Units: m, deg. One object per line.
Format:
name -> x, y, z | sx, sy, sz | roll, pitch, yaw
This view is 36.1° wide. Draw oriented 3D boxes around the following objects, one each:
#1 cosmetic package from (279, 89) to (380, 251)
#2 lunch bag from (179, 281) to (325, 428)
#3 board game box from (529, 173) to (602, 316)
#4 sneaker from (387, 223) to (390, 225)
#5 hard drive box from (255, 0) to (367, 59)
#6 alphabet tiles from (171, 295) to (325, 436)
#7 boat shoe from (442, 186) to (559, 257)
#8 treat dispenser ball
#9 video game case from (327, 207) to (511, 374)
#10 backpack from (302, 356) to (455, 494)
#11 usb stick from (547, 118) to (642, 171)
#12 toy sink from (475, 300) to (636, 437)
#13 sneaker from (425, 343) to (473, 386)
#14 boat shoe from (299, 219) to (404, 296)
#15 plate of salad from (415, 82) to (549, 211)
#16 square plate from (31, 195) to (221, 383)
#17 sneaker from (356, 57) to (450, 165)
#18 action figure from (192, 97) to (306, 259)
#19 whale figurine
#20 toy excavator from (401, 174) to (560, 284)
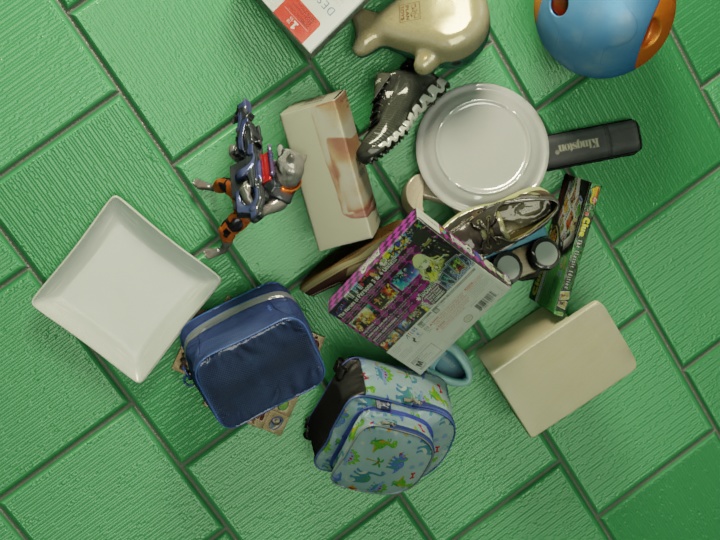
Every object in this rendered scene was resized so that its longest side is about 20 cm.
cosmetic package -> -0.040, -0.144, 1.575 | 0.086, 0.104, 0.203 | -12, 106, 11
lunch bag -> -0.165, 0.120, 1.593 | 0.198, 0.133, 0.137 | -24, 121, -7
board game box -> 0.309, -0.040, 1.676 | 0.023, 0.105, 0.203 | 12, 100, -17
sneaker -> 0.086, 0.001, 1.664 | 0.071, 0.098, 0.202 | -54, 142, -33
hard drive box -> -0.051, -0.420, 1.526 | 0.200, 0.077, 0.156 | -45, 96, 0
alphabet tiles -> -0.174, 0.139, 1.664 | 0.198, 0.008, 0.169 | 24, 96, -15
boat shoe -> 0.191, -0.064, 1.569 | 0.198, 0.065, 0.074 | -29, 97, -7
treat dispenser ball -> 0.344, -0.375, 1.564 | 0.197, 0.201, 0.205 | -2, 102, -11
video game case -> 0.082, 0.034, 1.563 | 0.180, 0.036, 0.200 | 33, 117, -21
backpack -> 0.040, 0.240, 1.643 | 0.197, 0.148, 0.184 | 10, 129, -23
usb stick -> 0.334, -0.188, 1.687 | 0.197, 0.033, 0.056 | -11, 100, -8
toy sink -> 0.300, 0.135, 1.707 | 0.199, 0.112, 0.131 | -34, 106, 2
sneaker -> 0.095, 0.109, 1.674 | 0.198, 0.082, 0.075 | 31, 93, -16
boat shoe -> 0.000, 0.000, 1.604 | 0.198, 0.072, 0.072 | -29, 106, 26
plate of salad -> 0.179, -0.177, 1.635 | 0.196, 0.048, 0.204 | 0, 79, 0
square plate -> -0.336, 0.028, 1.597 | 0.199, 0.028, 0.199 | 39, 92, -16
sneaker -> 0.041, -0.233, 1.579 | 0.090, 0.066, 0.200 | 45, 61, -6
action figure -> -0.150, -0.128, 1.540 | 0.104, 0.192, 0.203 | 25, 53, -42
whale figurine -> 0.088, -0.342, 1.579 | 0.197, 0.104, 0.162 | -8, 69, 10
toy excavator -> 0.176, -0.065, 1.656 | 0.192, 0.100, 0.203 | -19, 82, -14
